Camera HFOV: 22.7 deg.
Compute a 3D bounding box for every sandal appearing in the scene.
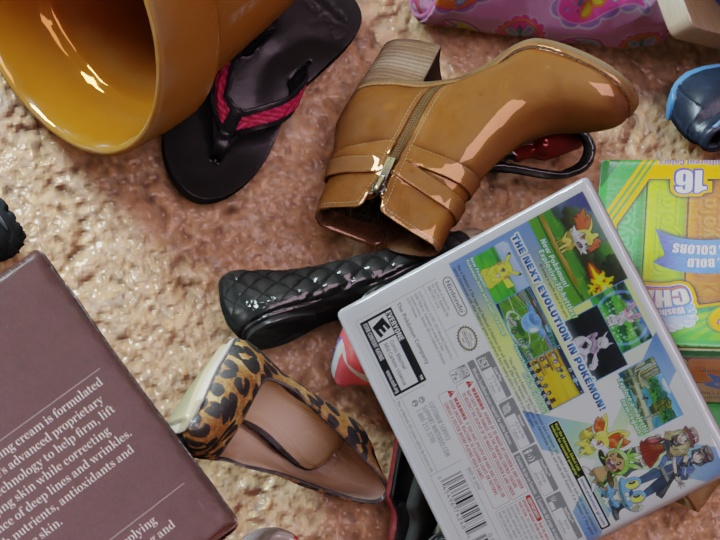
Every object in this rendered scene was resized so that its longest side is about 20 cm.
[{"bbox_3d":[-0.068,-0.133,1.240,0.075,0.045,0.200,38,69,-2],"label":"sandal"}]

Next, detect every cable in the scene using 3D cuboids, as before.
[{"bbox_3d":[0.086,-0.081,1.278,0.199,0.050,0.098,-30,82,-10],"label":"cable"}]

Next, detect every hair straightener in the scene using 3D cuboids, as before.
[{"bbox_3d":[0.040,0.172,1.148,0.041,0.077,0.202,18,86,-38],"label":"hair straightener"}]

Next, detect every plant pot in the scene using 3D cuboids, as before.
[{"bbox_3d":[-0.132,-0.203,1.178,0.183,0.200,0.201,-33,85,-37],"label":"plant pot"}]

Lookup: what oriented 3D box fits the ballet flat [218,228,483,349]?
[{"bbox_3d":[0.000,0.000,1.212,0.199,0.067,0.057,-15,62,-21],"label":"ballet flat"}]

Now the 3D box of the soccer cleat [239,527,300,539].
[{"bbox_3d":[-0.083,0.251,1.106,0.068,0.085,0.201,26,69,-7],"label":"soccer cleat"}]

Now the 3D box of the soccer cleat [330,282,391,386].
[{"bbox_3d":[0.072,0.052,1.224,0.199,0.073,0.069,4,52,-32],"label":"soccer cleat"}]

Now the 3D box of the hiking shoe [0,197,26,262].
[{"bbox_3d":[-0.310,-0.048,1.145,0.199,0.074,0.087,29,79,3],"label":"hiking shoe"}]

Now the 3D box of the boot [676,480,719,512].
[{"bbox_3d":[0.288,0.098,1.266,0.175,0.066,0.200,42,67,12],"label":"boot"}]

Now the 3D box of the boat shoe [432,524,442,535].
[{"bbox_3d":[0.111,0.121,1.169,0.075,0.074,0.202,15,94,-31],"label":"boat shoe"}]

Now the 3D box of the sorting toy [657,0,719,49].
[{"bbox_3d":[0.258,-0.264,1.293,0.198,0.069,0.202,-2,71,-57],"label":"sorting toy"}]

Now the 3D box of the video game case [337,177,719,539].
[{"bbox_3d":[0.107,0.073,1.111,0.181,0.022,0.201,-28,80,10],"label":"video game case"}]

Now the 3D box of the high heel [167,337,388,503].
[{"bbox_3d":[-0.043,0.108,1.105,0.142,0.200,0.072,38,97,1],"label":"high heel"}]

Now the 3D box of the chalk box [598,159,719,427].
[{"bbox_3d":[0.214,0.041,1.179,0.123,0.124,0.201,1,53,11],"label":"chalk box"}]

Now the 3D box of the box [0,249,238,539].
[{"bbox_3d":[-0.204,0.130,1.065,0.165,0.164,0.201,-35,86,-20],"label":"box"}]

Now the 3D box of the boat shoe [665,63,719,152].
[{"bbox_3d":[0.326,-0.121,1.327,0.198,0.085,0.069,-18,47,-7],"label":"boat shoe"}]

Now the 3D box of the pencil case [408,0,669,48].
[{"bbox_3d":[0.135,-0.211,1.299,0.198,0.087,0.088,3,74,-15],"label":"pencil case"}]

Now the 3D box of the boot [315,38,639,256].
[{"bbox_3d":[0.074,-0.080,1.191,0.198,0.077,0.156,12,56,17],"label":"boot"}]
